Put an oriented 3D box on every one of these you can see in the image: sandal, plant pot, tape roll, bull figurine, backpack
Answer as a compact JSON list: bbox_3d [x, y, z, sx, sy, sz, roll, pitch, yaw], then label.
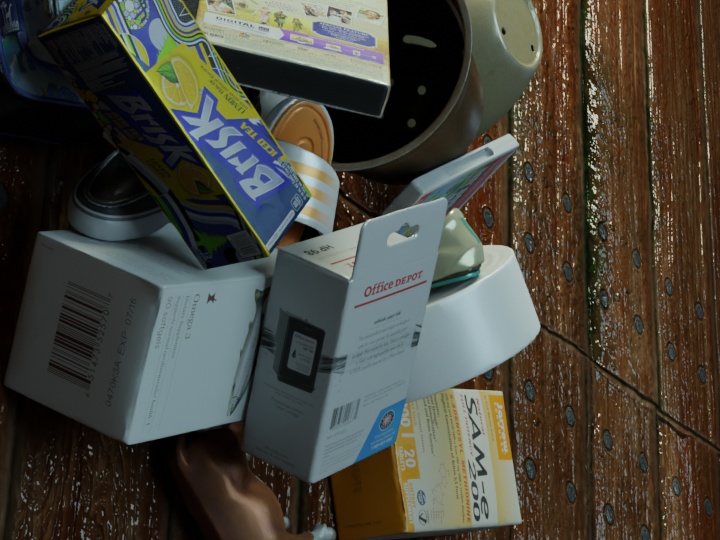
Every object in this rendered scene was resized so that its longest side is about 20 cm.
[{"bbox_3d":[-0.055,-0.029,1.485,0.079,0.059,0.207,16,93,-45],"label":"sandal"},{"bbox_3d":[0.094,-0.216,1.853,0.200,0.134,0.200,28,56,-50],"label":"plant pot"},{"bbox_3d":[0.043,0.048,1.605,0.202,0.202,0.071,-38,110,-56],"label":"tape roll"},{"bbox_3d":[0.015,-0.161,1.638,0.198,0.200,0.200,35,47,-73],"label":"plant pot"},{"bbox_3d":[-0.081,0.198,1.477,0.121,0.065,0.200,-47,120,-58],"label":"bull figurine"},{"bbox_3d":[-0.217,-0.203,1.349,0.183,0.147,0.200,3,73,-59],"label":"backpack"}]

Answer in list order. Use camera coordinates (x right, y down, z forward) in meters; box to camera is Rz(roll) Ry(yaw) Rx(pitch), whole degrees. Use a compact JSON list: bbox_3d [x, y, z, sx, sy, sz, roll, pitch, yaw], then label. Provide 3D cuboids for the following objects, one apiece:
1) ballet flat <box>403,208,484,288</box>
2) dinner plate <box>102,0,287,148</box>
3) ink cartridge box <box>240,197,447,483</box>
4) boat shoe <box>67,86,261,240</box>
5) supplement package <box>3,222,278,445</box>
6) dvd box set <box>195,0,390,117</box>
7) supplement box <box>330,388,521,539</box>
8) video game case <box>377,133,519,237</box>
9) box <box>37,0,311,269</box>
[{"bbox_3d":[0.000,0.000,1.557,0.069,0.200,0.069,-19,90,-81],"label":"ballet flat"},{"bbox_3d":[-0.134,-0.163,1.492,0.200,0.024,0.200,13,60,-24],"label":"dinner plate"},{"bbox_3d":[-0.011,0.038,1.386,0.116,0.067,0.200,-18,125,-54],"label":"ink cartridge box"},{"bbox_3d":[-0.133,-0.088,1.375,0.200,0.070,0.066,-34,145,-46],"label":"boat shoe"},{"bbox_3d":[-0.134,0.039,1.372,0.200,0.117,0.117,-7,115,-58],"label":"supplement package"},{"bbox_3d":[-0.052,-0.182,1.442,0.200,0.146,0.029,-92,-164,-61],"label":"dvd box set"},{"bbox_3d":[0.056,0.168,1.693,0.200,0.074,0.126,7,73,-57],"label":"supplement box"},{"bbox_3d":[0.054,-0.051,1.723,0.017,0.143,0.200,48,32,9],"label":"video game case"},{"bbox_3d":[-0.118,-0.099,1.271,0.200,0.064,0.070,57,45,-26],"label":"box"}]
